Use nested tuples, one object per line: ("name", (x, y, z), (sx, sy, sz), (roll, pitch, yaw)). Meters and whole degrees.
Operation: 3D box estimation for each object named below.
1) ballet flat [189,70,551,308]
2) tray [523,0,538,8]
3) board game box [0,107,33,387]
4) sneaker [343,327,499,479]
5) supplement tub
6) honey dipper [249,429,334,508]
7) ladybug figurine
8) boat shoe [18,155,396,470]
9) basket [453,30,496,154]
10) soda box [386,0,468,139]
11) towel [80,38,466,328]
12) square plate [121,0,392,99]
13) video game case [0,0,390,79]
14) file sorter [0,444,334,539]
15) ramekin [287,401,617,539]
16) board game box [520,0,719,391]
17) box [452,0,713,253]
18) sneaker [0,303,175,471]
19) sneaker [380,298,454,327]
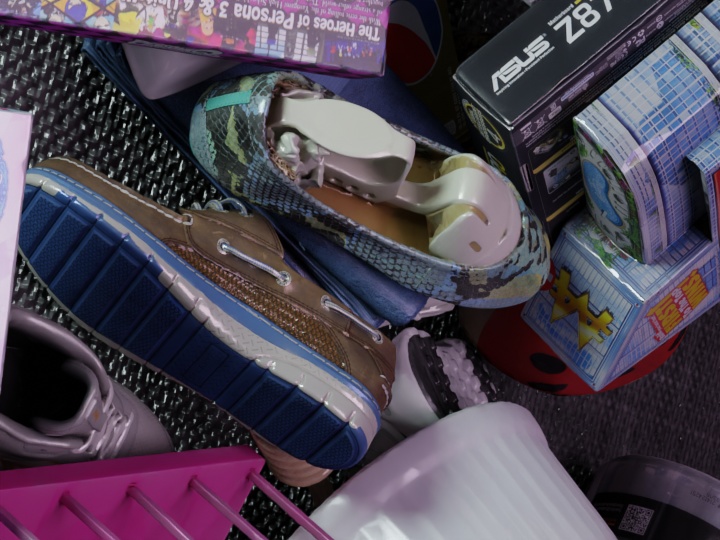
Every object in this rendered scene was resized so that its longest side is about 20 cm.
("ballet flat", (0.018, -0.036, 1.102), (0.199, 0.074, 0.075), (19, 81, -27))
("tray", (0.047, -0.227, 1.145), (0.107, 0.022, 0.201), (50, 29, -53))
("board game box", (-0.233, 0.027, 0.917), (0.198, 0.043, 0.201), (6, 92, -29))
("sneaker", (0.028, 0.080, 1.300), (0.075, 0.081, 0.200), (67, 14, 18))
("supplement tub", (0.160, 0.222, 1.445), (0.123, 0.122, 0.201), (51, 58, -43))
("honey dipper", (-0.018, 0.111, 1.223), (0.200, 0.038, 0.038), (69, 43, -63))
("ladybug figurine", (0.125, 0.023, 1.337), (0.072, 0.135, 0.200), (68, 15, 14))
("boat shoe", (-0.070, 0.008, 1.108), (0.200, 0.072, 0.073), (39, 50, -11))
("basket", (0.154, -0.056, 1.368), (0.200, 0.142, 0.150), (-3, 99, -51))
("soda box", (-0.005, -0.150, 1.210), (0.068, 0.064, 0.201), (-36, 123, -41))
("towel", (-0.030, -0.071, 1.151), (0.200, 0.048, 0.112), (46, 58, -13))
("square plate", (-0.043, -0.203, 1.101), (0.199, 0.028, 0.199), (-25, 102, -27))
("video game case", (-0.073, -0.185, 1.047), (0.199, 0.036, 0.182), (6, 88, -29))
("file sorter", (-0.094, 0.174, 1.058), (0.200, 0.125, 0.139), (0, 123, -58))
("ramekin", (0.040, 0.171, 1.227), (0.200, 0.098, 0.201), (-33, 153, -19))
("board game box", (0.166, -0.042, 1.190), (0.200, 0.062, 0.200), (-41, 156, -9))
("box", (0.144, -0.105, 1.188), (0.200, 0.049, 0.161), (-41, 152, -8))
("sneaker", (-0.134, 0.065, 1.064), (0.200, 0.092, 0.076), (36, 70, -49))
("sneaker", (0.000, 0.000, 1.216), (0.200, 0.099, 0.078), (-36, 124, -42))
